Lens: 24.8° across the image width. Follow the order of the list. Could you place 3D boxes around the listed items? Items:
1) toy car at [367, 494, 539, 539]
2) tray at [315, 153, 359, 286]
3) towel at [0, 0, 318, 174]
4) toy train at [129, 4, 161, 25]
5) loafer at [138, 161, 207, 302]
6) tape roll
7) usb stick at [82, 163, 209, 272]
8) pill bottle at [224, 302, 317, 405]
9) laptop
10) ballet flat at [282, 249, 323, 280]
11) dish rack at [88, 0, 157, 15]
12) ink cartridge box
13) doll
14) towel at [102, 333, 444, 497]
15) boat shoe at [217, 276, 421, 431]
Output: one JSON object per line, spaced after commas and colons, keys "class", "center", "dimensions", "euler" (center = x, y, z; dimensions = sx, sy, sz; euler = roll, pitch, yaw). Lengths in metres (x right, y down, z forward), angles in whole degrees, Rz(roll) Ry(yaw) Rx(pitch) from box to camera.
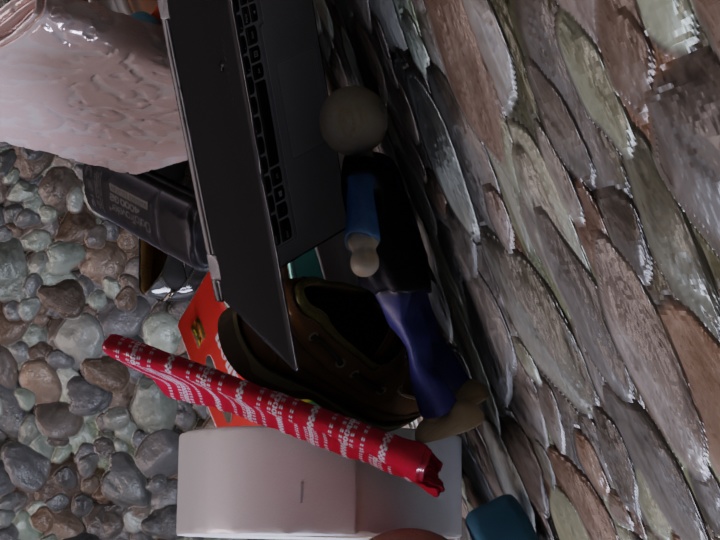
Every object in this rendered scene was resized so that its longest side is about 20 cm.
{"class": "toy car", "center": [0.058, 0.274, 1.033], "dimensions": [0.178, 0.183, 0.201], "euler": [60, 175, 35]}
{"class": "tray", "center": [0.000, 0.000, 1.093], "dimensions": [0.201, 0.022, 0.108], "euler": [75, -165, -46]}
{"class": "towel", "center": [-0.157, -0.109, 0.986], "dimensions": [0.190, 0.199, 0.033], "euler": [-13, 71, 45]}
{"class": "toy train", "center": [-0.103, -0.170, 0.960], "dimensions": [0.056, 0.151, 0.200], "euler": [40, -179, 11]}
{"class": "loafer", "center": [-0.145, -0.074, 1.284], "dimensions": [0.072, 0.072, 0.202], "euler": [-4, 93, 47]}
{"class": "tape roll", "center": [-0.028, 0.150, 1.131], "dimensions": [0.203, 0.200, 0.072], "euler": [113, 159, -79]}
{"class": "usb stick", "center": [-0.154, -0.047, 1.202], "dimensions": [0.199, 0.032, 0.056], "euler": [25, 124, 54]}
{"class": "pill bottle", "center": [-0.044, 0.019, 1.212], "dimensions": [0.113, 0.112, 0.201], "euler": [-127, 17, -59]}
{"class": "laptop", "center": [-0.035, -0.076, 0.872], "dimensions": [0.115, 0.200, 0.189], "euler": [5, 113, 35]}
{"class": "ballet flat", "center": [-0.056, -0.054, 1.069], "dimensions": [0.069, 0.071, 0.202], "euler": [-16, -77, -60]}
{"class": "dish rack", "center": [-0.146, -0.210, 1.212], "dimensions": [0.202, 0.043, 0.171], "euler": [67, -157, 0]}
{"class": "ink cartridge box", "center": [-0.067, 0.046, 1.298], "dimensions": [0.201, 0.047, 0.161], "euler": [-62, -38, -51]}
{"class": "doll", "center": [0.020, -0.008, 0.940], "dimensions": [0.137, 0.048, 0.202], "euler": [-59, -50, -74]}
{"class": "towel", "center": [-0.045, 0.087, 0.965], "dimensions": [0.198, 0.023, 0.145], "euler": [19, 171, 10]}
{"class": "boat shoe", "center": [0.003, 0.050, 1.003], "dimensions": [0.199, 0.068, 0.073], "euler": [15, -130, -52]}
